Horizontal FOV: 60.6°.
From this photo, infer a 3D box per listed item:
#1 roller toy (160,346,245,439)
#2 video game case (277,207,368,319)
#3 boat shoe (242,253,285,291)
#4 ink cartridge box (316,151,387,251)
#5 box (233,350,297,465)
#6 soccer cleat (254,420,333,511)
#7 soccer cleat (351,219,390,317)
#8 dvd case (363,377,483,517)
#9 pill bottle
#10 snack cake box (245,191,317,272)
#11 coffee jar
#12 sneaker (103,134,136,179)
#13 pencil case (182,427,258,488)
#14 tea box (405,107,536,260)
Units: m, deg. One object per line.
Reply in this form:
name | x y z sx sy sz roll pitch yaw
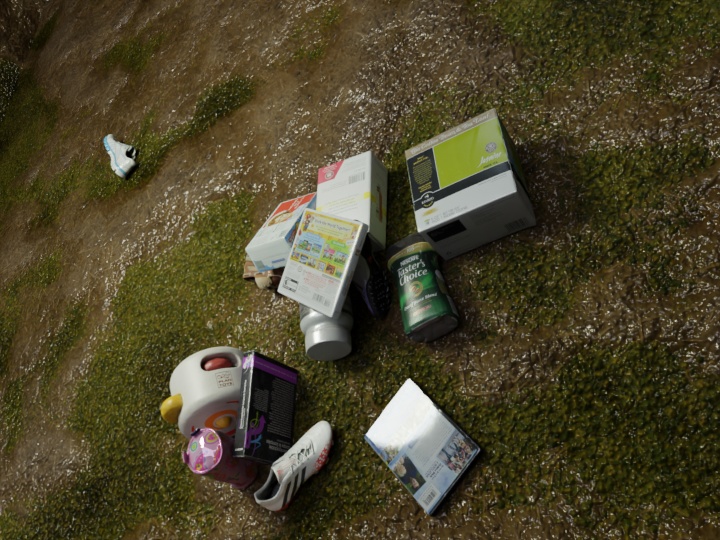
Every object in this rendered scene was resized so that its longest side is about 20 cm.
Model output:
roller toy | -0.301 0.265 1.292 0.180 0.200 0.141 -34 53 8
video game case | -0.078 -0.020 1.216 0.198 0.023 0.187 19 90 50
boat shoe | -0.207 0.014 1.431 0.197 0.075 0.073 13 78 48
ink cartridge box | -0.020 -0.137 1.353 0.142 0.083 0.205 -12 61 29
box | -0.188 0.281 1.235 0.035 0.142 0.205 -15 59 29
soccer cleat | -0.126 0.374 1.183 0.202 0.085 0.068 -52 50 2
soccer cleat | 0.000 0.000 1.246 0.072 0.068 0.205 -14 102 40
dvd case | 0.107 0.308 1.097 0.144 0.017 0.199 -51 49 2
pill bottle | -0.072 0.073 1.276 0.112 0.113 0.205 -21 57 24
snack cake box | -0.162 -0.089 1.390 0.113 0.068 0.202 -14 30 30
coffee jar | 0.115 0.027 1.186 0.103 0.085 0.204 -29 54 22
sneaker | -0.787 -0.392 2.042 0.086 0.075 0.202 -36 59 4
pencil case | -0.270 0.371 1.210 0.085 0.201 0.090 -6 63 12
tea box | 0.208 -0.162 1.183 0.196 0.133 0.202 -20 58 25
